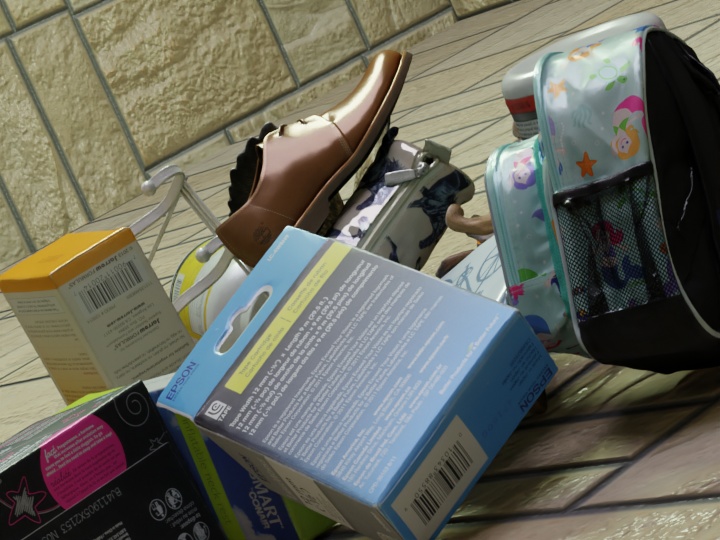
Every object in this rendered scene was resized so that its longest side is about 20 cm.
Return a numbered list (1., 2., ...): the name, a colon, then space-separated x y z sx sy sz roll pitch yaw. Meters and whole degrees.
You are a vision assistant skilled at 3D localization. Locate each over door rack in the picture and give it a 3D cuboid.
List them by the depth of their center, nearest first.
1. over door rack: -0.123 0.035 1.864 0.067 0.148 0.200 -30 -21 -26

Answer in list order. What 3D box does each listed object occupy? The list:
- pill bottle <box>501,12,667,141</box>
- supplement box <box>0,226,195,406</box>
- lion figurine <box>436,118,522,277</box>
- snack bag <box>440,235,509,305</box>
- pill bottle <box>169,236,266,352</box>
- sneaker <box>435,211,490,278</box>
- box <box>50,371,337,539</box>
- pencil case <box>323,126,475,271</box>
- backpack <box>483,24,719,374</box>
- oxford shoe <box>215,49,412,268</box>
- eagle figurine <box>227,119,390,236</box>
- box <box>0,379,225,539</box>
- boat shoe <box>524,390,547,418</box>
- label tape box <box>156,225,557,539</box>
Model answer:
1. pill bottle: 0.180 -0.058 1.663 0.116 0.200 0.116 -23 10 4
2. supplement box: -0.168 0.072 1.824 0.073 0.200 0.126 -33 13 -23
3. lion figurine: 0.145 -0.049 1.755 0.122 0.073 0.200 20 56 20
4. snack bag: 0.049 0.054 1.613 0.189 0.021 0.200 -40 16 46
5. pill bottle: -0.077 0.032 1.999 0.112 0.112 0.200 -27 13 -14
6. sneaker: 0.101 -0.003 1.949 0.112 0.078 0.200 -25 9 -12
7. box: -0.097 0.122 1.606 0.200 0.122 0.048 -16 10 42
8. pencil case: 0.000 0.000 1.745 0.200 0.078 0.089 -57 -20 -17
9. backpack: 0.162 -0.040 1.511 0.150 0.200 0.177 -10 -9 25
10. oxford shoe: -0.030 -0.086 1.768 0.200 0.071 0.071 -55 -2 -23
11. eagle figurine: 0.001 -0.017 1.860 0.151 0.200 0.152 -31 -9 2
12. box: -0.200 0.175 1.542 0.115 0.132 0.200 -21 9 43
13. boat shoe: 0.083 0.053 1.690 0.066 0.074 0.200 -18 10 6
14. label tape box: -0.005 0.067 1.489 0.200 0.066 0.143 20 67 45
